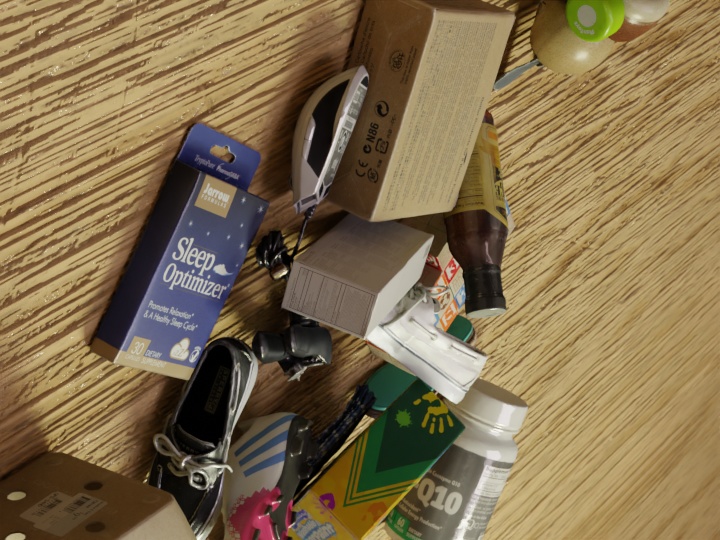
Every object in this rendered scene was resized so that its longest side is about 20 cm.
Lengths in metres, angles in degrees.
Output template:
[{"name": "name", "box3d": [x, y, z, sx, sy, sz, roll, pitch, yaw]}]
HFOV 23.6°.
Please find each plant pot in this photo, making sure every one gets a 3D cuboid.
[{"name": "plant pot", "box3d": [-0.226, 0.259, 1.325, 0.199, 0.198, 0.179, -31, 126, -47]}]

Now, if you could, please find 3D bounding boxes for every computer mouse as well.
[{"name": "computer mouse", "box3d": [-0.046, -0.088, 1.491, 0.110, 0.043, 0.202, 9, 102, -82]}]

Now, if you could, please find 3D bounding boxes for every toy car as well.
[{"name": "toy car", "box3d": [0.210, -0.266, 1.759, 0.164, 0.158, 0.200, -31, 167, -42]}]

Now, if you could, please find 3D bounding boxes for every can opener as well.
[{"name": "can opener", "box3d": [-0.068, 0.063, 1.530, 0.200, 0.063, 0.079, -18, 88, -82]}]

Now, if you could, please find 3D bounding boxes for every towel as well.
[{"name": "towel", "box3d": [-0.066, 0.204, 1.688, 0.200, 0.024, 0.145, -44, 172, -34]}]

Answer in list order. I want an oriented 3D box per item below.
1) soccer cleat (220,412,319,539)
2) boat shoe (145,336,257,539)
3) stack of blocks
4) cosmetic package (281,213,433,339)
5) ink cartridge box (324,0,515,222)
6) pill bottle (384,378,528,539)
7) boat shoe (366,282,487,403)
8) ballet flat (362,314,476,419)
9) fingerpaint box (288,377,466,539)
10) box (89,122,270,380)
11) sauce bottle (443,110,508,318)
[{"name": "soccer cleat", "box3d": [-0.100, 0.206, 1.551, 0.201, 0.085, 0.070, -67, 148, -52]}, {"name": "boat shoe", "box3d": [-0.142, 0.154, 1.482, 0.201, 0.073, 0.068, -66, 171, 2]}, {"name": "stack of blocks", "box3d": [0.075, -0.008, 1.767, 0.201, 0.058, 0.115, -56, 152, -16]}, {"name": "cosmetic package", "box3d": [0.000, 0.000, 1.554, 0.200, 0.082, 0.051, -43, 153, -67]}, {"name": "ink cartridge box", "box3d": [0.050, -0.154, 1.580, 0.164, 0.075, 0.202, -11, 121, -60]}, {"name": "pill bottle", "box3d": [0.113, 0.228, 1.978, 0.113, 0.112, 0.202, 7, 106, -62]}, {"name": "boat shoe", "box3d": [0.050, 0.043, 1.658, 0.201, 0.075, 0.086, 38, 93, -23]}, {"name": "ballet flat", "box3d": [0.062, 0.122, 1.851, 0.199, 0.068, 0.068, -35, 148, -42]}, {"name": "fingerpaint box", "box3d": [-0.002, 0.214, 1.696, 0.167, 0.073, 0.200, -43, 176, -30]}, {"name": "box", "box3d": [-0.139, -0.013, 1.408, 0.121, 0.032, 0.202, 21, 93, -63]}, {"name": "sauce bottle", "box3d": [0.112, -0.055, 1.686, 0.066, 0.065, 0.203, 16, 66, -63]}]
